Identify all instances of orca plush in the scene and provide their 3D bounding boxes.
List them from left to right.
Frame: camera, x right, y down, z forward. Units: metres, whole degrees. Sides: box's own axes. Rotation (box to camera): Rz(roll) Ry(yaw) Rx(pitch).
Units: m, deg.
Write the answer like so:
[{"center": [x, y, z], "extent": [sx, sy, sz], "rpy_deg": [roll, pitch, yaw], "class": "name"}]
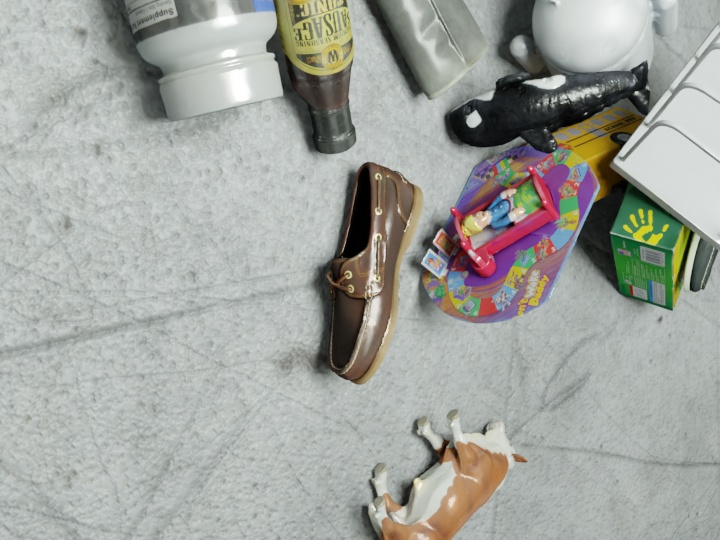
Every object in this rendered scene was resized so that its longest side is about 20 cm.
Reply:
[{"center": [0.191, -0.145, 0.764], "extent": [0.196, 0.105, 0.072], "rpy_deg": [-5, 73, -1], "class": "orca plush"}]

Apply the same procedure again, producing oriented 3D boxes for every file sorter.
[{"center": [0.366, -0.152, 0.730], "extent": [0.138, 0.125, 0.201], "rpy_deg": [38, 81, 8], "class": "file sorter"}]

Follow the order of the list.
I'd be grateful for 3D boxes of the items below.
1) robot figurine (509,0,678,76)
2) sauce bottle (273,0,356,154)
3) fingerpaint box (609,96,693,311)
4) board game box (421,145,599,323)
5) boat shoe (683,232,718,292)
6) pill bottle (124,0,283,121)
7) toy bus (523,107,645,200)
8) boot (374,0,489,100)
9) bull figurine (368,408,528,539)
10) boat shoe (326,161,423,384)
[{"center": [0.241, -0.245, 0.793], "extent": [0.199, 0.167, 0.115], "rpy_deg": [18, 58, -65], "class": "robot figurine"}, {"center": [-0.036, -0.197, 0.649], "extent": [0.066, 0.066, 0.202], "rpy_deg": [-34, 131, -26], "class": "sauce bottle"}, {"center": [0.353, -0.070, 0.883], "extent": [0.169, 0.072, 0.200], "rpy_deg": [-66, 152, -10], "class": "fingerpaint box"}, {"center": [0.133, -0.048, 0.739], "extent": [0.039, 0.157, 0.202], "rpy_deg": [38, 74, -40], "class": "board game box"}, {"center": [0.409, -0.066, 0.836], "extent": [0.074, 0.065, 0.203], "rpy_deg": [1, 106, -64], "class": "boat shoe"}, {"center": [-0.127, -0.224, 0.586], "extent": [0.112, 0.113, 0.204], "rpy_deg": [-21, 105, -29], "class": "pill bottle"}, {"center": [0.243, -0.117, 0.847], "extent": [0.198, 0.078, 0.066], "rpy_deg": [-24, 134, -29], "class": "toy bus"}, {"center": [0.025, -0.253, 0.717], "extent": [0.181, 0.072, 0.202], "rpy_deg": [-38, 119, -22], "class": "boot"}, {"center": [0.088, 0.218, 0.792], "extent": [0.200, 0.065, 0.122], "rpy_deg": [-46, 112, -23], "class": "bull figurine"}, {"center": [0.000, 0.000, 0.714], "extent": [0.070, 0.070, 0.204], "rpy_deg": [23, 73, -39], "class": "boat shoe"}]
